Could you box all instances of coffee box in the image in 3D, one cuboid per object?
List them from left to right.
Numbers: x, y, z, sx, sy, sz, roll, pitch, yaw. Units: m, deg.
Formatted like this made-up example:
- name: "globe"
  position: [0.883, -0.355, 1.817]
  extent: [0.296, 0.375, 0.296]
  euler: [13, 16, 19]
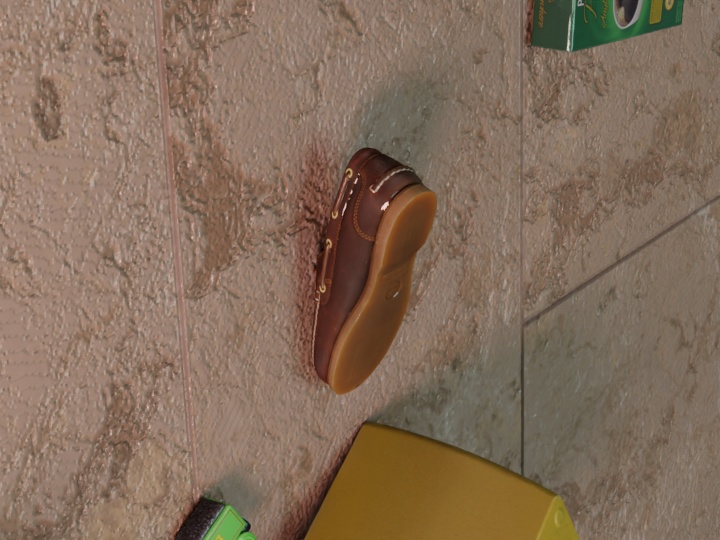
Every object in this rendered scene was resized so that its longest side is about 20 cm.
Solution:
- name: "coffee box"
  position: [0.219, -0.262, 1.668]
  extent: [0.200, 0.044, 0.124]
  euler: [-21, 119, -49]

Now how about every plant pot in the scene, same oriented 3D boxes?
- name: "plant pot"
  position: [0.076, 0.259, 1.512]
  extent: [0.200, 0.176, 0.200]
  euler: [-61, 138, -38]

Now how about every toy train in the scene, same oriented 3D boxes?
- name: "toy train"
  position: [-0.142, 0.249, 1.372]
  extent: [0.200, 0.042, 0.056]
  euler: [-55, 131, -25]

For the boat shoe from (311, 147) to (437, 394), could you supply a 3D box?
- name: "boat shoe"
  position: [0.000, 0.000, 1.441]
  extent: [0.070, 0.070, 0.201]
  euler: [-21, 141, -46]
